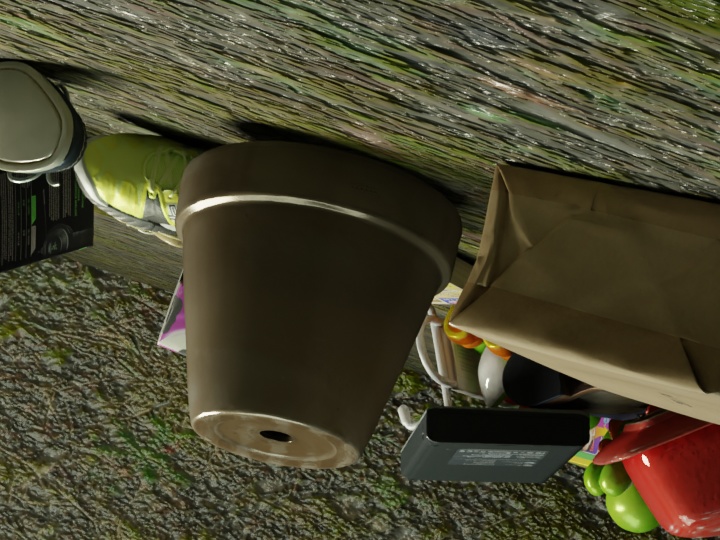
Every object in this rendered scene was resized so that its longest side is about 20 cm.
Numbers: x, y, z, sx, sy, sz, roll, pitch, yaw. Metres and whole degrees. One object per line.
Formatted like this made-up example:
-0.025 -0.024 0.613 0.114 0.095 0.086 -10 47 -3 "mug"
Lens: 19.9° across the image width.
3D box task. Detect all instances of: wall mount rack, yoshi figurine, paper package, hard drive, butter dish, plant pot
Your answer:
0.076 0.067 1.878 0.074 0.175 0.199 -21 156 28 "wall mount rack"
0.168 0.068 1.836 0.111 0.113 0.200 -26 139 22 "yoshi figurine"
0.184 0.025 1.212 0.189 0.104 0.199 13 174 37 "paper package"
0.113 0.154 1.792 0.138 0.033 0.200 2 165 -5 "hard drive"
0.317 0.175 1.760 0.198 0.149 0.199 -23 176 -2 "butter dish"
0.283 0.175 1.936 0.112 0.199 0.113 46 141 12 "yoshi figurine"
-0.040 0.033 1.383 0.198 0.175 0.200 9 159 3 "plant pot"

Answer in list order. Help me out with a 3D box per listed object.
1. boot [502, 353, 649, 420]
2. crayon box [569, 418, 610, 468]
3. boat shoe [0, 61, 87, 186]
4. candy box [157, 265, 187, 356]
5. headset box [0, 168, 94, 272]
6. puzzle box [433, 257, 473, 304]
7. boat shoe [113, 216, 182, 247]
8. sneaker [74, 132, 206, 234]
0.226 0.080 1.712 0.198 0.076 0.097 -10 162 34 "boot"
0.317 0.173 2.244 0.199 0.120 0.058 13 174 39 "crayon box"
-0.238 -0.101 1.417 0.062 0.076 0.199 23 173 -41 "boat shoe"
-0.071 0.013 1.587 0.135 0.061 0.200 22 -153 -5 "candy box"
-0.340 -0.063 1.714 0.173 0.094 0.199 13 -160 32 "headset box"
0.000 0.000 1.763 0.199 0.026 0.133 0 164 37 "puzzle box"
-0.183 -0.054 1.784 0.073 0.064 0.200 20 174 -26 "boat shoe"
-0.111 -0.064 1.514 0.198 0.076 0.076 15 155 -14 "sneaker"
